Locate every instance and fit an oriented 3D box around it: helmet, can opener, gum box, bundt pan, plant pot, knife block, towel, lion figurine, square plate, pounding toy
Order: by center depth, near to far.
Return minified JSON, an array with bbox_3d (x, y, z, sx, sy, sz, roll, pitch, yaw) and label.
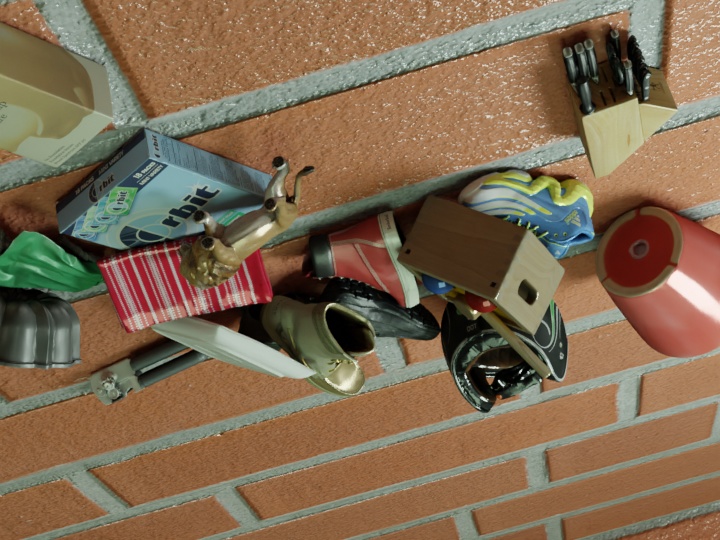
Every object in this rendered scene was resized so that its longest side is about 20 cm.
[{"bbox_3d":[-0.129,-0.049,1.497,0.200,0.073,0.123,-27,155,0],"label":"lion figurine"},{"bbox_3d":[-0.228,-0.079,1.516,0.170,0.045,0.200,-33,147,31],"label":"gum box"},{"bbox_3d":[0.278,-0.198,1.522,0.175,0.064,0.200,5,147,-31],"label":"knife block"},{"bbox_3d":[-0.436,0.060,1.562,0.201,0.076,0.202,10,-174,-1],"label":"bundt pan"},{"bbox_3d":[-0.215,0.013,1.596,0.199,0.023,0.145,-12,141,-4],"label":"towel"},{"bbox_3d":[0.172,0.023,1.700,0.184,0.142,0.200,22,171,33],"label":"pounding toy"},{"bbox_3d":[-0.190,0.101,1.746,0.200,0.029,0.198,11,165,44],"label":"square plate"},{"bbox_3d":[0.447,0.005,1.865,0.200,0.201,0.177,-31,138,28],"label":"plant pot"},{"bbox_3d":[-0.313,0.142,1.889,0.200,0.053,0.066,-25,-175,21],"label":"can opener"},{"bbox_3d":[0.213,0.098,1.900,0.199,0.191,0.200,4,123,7],"label":"helmet"}]

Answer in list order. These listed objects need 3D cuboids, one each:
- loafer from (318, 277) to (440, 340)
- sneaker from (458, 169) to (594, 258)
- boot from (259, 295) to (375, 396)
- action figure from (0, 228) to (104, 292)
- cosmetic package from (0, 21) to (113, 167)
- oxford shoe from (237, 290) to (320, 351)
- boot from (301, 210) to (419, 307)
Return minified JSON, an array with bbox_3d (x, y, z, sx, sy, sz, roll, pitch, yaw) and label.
[{"bbox_3d":[0.025,0.066,1.830,0.200,0.068,0.070,18,120,-32],"label":"loafer"},{"bbox_3d":[0.229,-0.072,1.684,0.200,0.105,0.076,-2,150,-23],"label":"sneaker"},{"bbox_3d":[-0.029,0.109,1.746,0.154,0.072,0.200,0,140,51],"label":"boot"},{"bbox_3d":[-0.378,-0.007,1.567,0.118,0.055,0.200,-30,155,25],"label":"action figure"},{"bbox_3d":[-0.352,-0.179,1.245,0.105,0.071,0.200,-34,147,32],"label":"cosmetic package"},{"bbox_3d":[-0.074,0.068,1.835,0.199,0.073,0.085,-9,144,-17],"label":"oxford shoe"},{"bbox_3d":[0.000,0.000,1.750,0.144,0.073,0.200,-17,146,8],"label":"boot"}]
